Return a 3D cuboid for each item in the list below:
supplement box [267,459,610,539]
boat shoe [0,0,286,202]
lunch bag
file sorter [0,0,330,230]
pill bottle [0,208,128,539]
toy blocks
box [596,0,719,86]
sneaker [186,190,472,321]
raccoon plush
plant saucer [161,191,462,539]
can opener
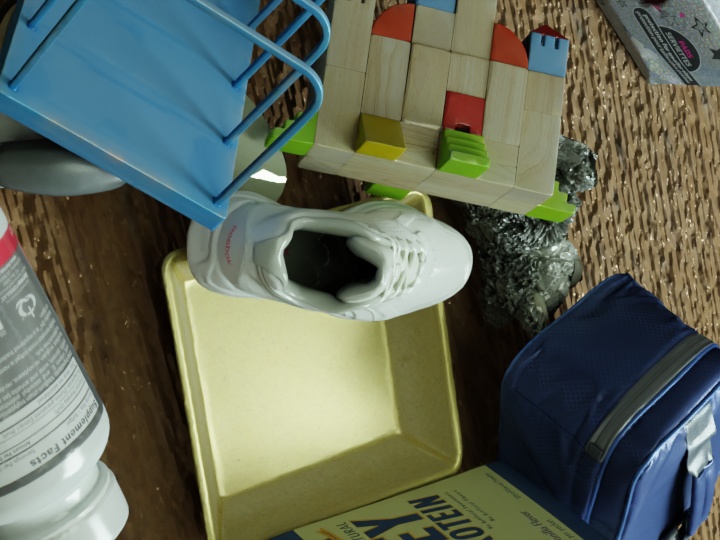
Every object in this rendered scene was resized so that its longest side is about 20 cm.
[{"bbox_3d":[0.050,0.263,1.016,0.199,0.134,0.201,-14,119,-32],"label":"supplement box"},{"bbox_3d":[-0.130,-0.096,0.913,0.201,0.063,0.074,30,82,-30],"label":"boat shoe"},{"bbox_3d":[0.182,0.121,1.075,0.136,0.132,0.201,-37,149,-23],"label":"lunch bag"},{"bbox_3d":[-0.090,-0.156,0.831,0.138,0.123,0.201,30,42,-26],"label":"file sorter"},{"bbox_3d":[-0.205,0.070,0.858,0.110,0.110,0.201,-34,114,-25],"label":"pill bottle"},{"bbox_3d":[0.047,-0.120,0.960,0.198,0.100,0.138,11,76,-12],"label":"toy blocks"},{"bbox_3d":[0.229,-0.243,1.102,0.132,0.114,0.200,-50,119,-18],"label":"box"},{"bbox_3d":[0.000,0.000,0.932,0.199,0.099,0.079,1,100,-38],"label":"sneaker"},{"bbox_3d":[0.069,-0.040,1.055,0.199,0.097,0.135,19,91,-9],"label":"raccoon plush"},{"bbox_3d":[-0.035,0.061,1.009,0.199,0.048,0.202,-16,105,-32],"label":"plant saucer"},{"bbox_3d":[-0.222,-0.062,0.822,0.198,0.067,0.053,-7,110,-7],"label":"can opener"}]
